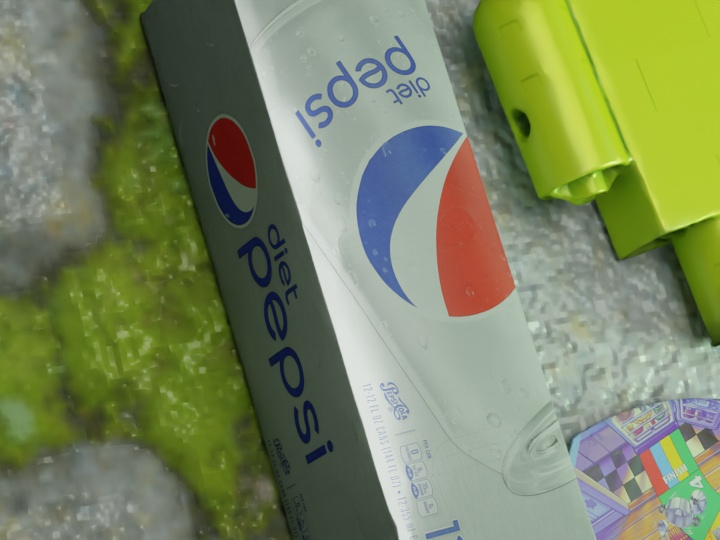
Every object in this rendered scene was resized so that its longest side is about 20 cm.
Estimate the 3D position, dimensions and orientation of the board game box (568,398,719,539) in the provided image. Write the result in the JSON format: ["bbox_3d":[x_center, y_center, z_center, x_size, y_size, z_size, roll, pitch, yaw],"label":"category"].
[{"bbox_3d":[0.128,0.133,0.844,0.157,0.039,0.201,22,66,-17],"label":"board game box"}]

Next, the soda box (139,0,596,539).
[{"bbox_3d":[0.000,0.000,0.814,0.063,0.068,0.201,-11,78,-27],"label":"soda box"}]

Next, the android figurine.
[{"bbox_3d":[0.118,-0.081,0.912,0.181,0.041,0.201,-15,82,-28],"label":"android figurine"}]
